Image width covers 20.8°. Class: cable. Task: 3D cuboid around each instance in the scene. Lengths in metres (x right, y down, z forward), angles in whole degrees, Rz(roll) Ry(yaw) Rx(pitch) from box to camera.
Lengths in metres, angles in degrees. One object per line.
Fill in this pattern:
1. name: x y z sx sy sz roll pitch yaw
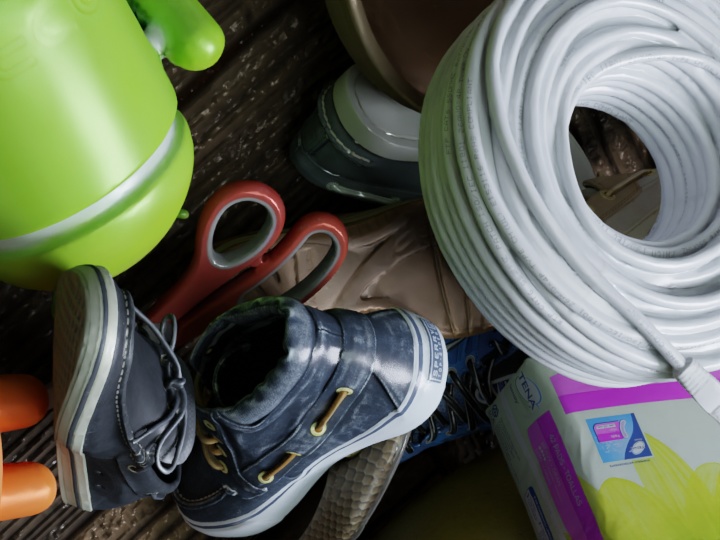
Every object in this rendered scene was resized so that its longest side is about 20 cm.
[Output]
1. cable: 0.122 -0.047 0.901 0.199 0.069 0.201 33 62 -16

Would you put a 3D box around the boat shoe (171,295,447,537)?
1. boat shoe: -0.054 0.065 0.917 0.090 0.200 0.071 14 55 -34

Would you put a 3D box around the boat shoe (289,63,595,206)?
1. boat shoe: 0.046 -0.059 1.025 0.199 0.073 0.062 10 142 -45

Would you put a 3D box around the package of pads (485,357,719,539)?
1. package of pads: 0.179 0.114 0.984 0.198 0.155 0.068 -4 146 -29

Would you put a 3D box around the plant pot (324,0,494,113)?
1. plant pot: 0.047 -0.176 0.953 0.200 0.092 0.203 -13 112 -34

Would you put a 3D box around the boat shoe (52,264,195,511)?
1. boat shoe: -0.101 0.053 0.841 0.062 0.200 0.075 0 65 -6

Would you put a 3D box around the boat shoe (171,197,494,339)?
1. boat shoe: 0.000 0.000 0.990 0.198 0.072 0.073 -9 100 -27

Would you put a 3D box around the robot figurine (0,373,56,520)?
1. robot figurine: -0.228 0.083 0.819 0.199 0.117 0.145 -1 121 -35

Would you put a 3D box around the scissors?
1. scissors: -0.091 0.033 0.911 0.200 0.014 0.073 -43 125 17

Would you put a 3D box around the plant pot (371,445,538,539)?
1. plant pot: 0.088 0.179 1.056 0.201 0.199 0.143 58 45 -34

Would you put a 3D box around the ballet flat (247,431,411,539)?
1. ballet flat: -0.032 0.126 0.977 0.046 0.068 0.200 31 126 -6

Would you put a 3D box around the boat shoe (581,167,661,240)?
1. boat shoe: 0.136 -0.021 1.011 0.200 0.069 0.074 -33 139 -50

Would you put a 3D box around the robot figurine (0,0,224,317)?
1. robot figurine: -0.144 -0.077 0.829 0.175 0.116 0.201 -36 124 -14

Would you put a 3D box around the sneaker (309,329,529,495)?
1. sneaker: 0.049 0.053 1.032 0.199 0.089 0.079 -35 123 -20
